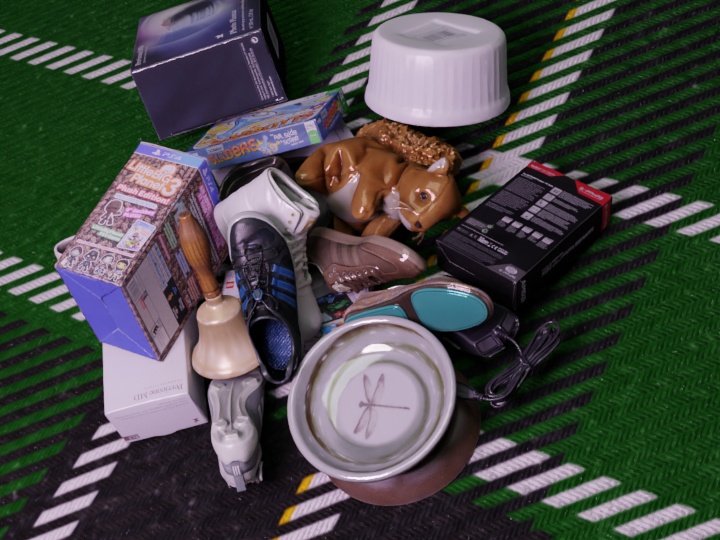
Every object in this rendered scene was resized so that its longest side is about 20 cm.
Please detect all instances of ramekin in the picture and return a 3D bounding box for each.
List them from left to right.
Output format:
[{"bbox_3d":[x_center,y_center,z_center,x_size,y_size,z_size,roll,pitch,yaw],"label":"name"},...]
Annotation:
[{"bbox_3d":[0.105,-0.276,1.573,0.198,0.099,0.201,0,29,0],"label":"ramekin"}]

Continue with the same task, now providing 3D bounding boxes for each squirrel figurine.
[{"bbox_3d":[0.054,-0.120,1.488,0.185,0.142,0.200,4,43,37],"label":"squirrel figurine"}]

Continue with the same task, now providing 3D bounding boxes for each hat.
[{"bbox_3d":[-0.133,-0.101,1.546,0.199,0.081,0.202,-11,50,13],"label":"hat"}]

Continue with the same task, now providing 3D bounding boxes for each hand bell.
[{"bbox_3d":[-0.176,0.017,1.375,0.103,0.201,0.104,-9,33,6],"label":"hand bell"}]

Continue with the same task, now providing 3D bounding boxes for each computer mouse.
[{"bbox_3d":[0.127,0.090,1.375,0.199,0.046,0.141,25,62,35],"label":"computer mouse"}]

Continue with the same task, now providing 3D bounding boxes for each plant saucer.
[{"bbox_3d":[0.017,0.150,1.326,0.198,0.050,0.202,-9,59,16],"label":"plant saucer"},{"bbox_3d":[0.039,0.174,1.360,0.198,0.032,0.202,-9,54,12],"label":"plant saucer"}]

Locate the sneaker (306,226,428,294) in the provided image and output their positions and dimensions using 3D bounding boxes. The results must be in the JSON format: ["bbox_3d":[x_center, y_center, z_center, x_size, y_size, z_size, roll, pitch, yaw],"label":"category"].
[{"bbox_3d":[0.000,0.000,1.420,0.199,0.070,0.076,11,72,50],"label":"sneaker"}]

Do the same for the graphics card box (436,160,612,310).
[{"bbox_3d":[0.201,-0.047,1.428,0.125,0.051,0.200,29,52,32],"label":"graphics card box"}]

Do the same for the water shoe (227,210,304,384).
[{"bbox_3d":[-0.104,0.030,1.342,0.071,0.202,0.079,-15,12,4],"label":"water shoe"}]

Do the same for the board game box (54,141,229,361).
[{"bbox_3d":[-0.253,-0.023,1.415,0.096,0.160,0.201,15,57,21],"label":"board game box"}]

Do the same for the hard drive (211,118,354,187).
[{"bbox_3d":[-0.101,-0.146,1.640,0.199,0.027,0.132,-29,51,-3],"label":"hard drive"}]

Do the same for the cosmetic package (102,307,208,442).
[{"bbox_3d":[-0.261,0.105,1.473,0.112,0.081,0.201,-16,50,3],"label":"cosmetic package"}]

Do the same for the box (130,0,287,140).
[{"bbox_3d":[-0.220,-0.311,1.707,0.197,0.124,0.201,-18,34,5],"label":"box"}]

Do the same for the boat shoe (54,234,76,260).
[{"bbox_3d":[-0.324,-0.040,1.608,0.198,0.066,0.072,-12,52,10],"label":"boat shoe"}]

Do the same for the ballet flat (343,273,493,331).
[{"bbox_3d":[0.070,0.035,1.370,0.199,0.068,0.067,-8,28,30],"label":"ballet flat"}]

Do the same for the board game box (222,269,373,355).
[{"bbox_3d":[-0.083,0.049,1.486,0.198,0.035,0.127,-6,53,14],"label":"board game box"}]

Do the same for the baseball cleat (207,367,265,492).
[{"bbox_3d":[-0.147,0.188,1.386,0.069,0.107,0.200,-4,23,3],"label":"baseball cleat"}]

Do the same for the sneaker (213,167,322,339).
[{"bbox_3d":[-0.084,-0.023,1.398,0.115,0.074,0.201,-35,87,31],"label":"sneaker"}]

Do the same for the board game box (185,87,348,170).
[{"bbox_3d":[-0.127,-0.192,1.610,0.198,0.035,0.136,-12,23,20],"label":"board game box"}]
